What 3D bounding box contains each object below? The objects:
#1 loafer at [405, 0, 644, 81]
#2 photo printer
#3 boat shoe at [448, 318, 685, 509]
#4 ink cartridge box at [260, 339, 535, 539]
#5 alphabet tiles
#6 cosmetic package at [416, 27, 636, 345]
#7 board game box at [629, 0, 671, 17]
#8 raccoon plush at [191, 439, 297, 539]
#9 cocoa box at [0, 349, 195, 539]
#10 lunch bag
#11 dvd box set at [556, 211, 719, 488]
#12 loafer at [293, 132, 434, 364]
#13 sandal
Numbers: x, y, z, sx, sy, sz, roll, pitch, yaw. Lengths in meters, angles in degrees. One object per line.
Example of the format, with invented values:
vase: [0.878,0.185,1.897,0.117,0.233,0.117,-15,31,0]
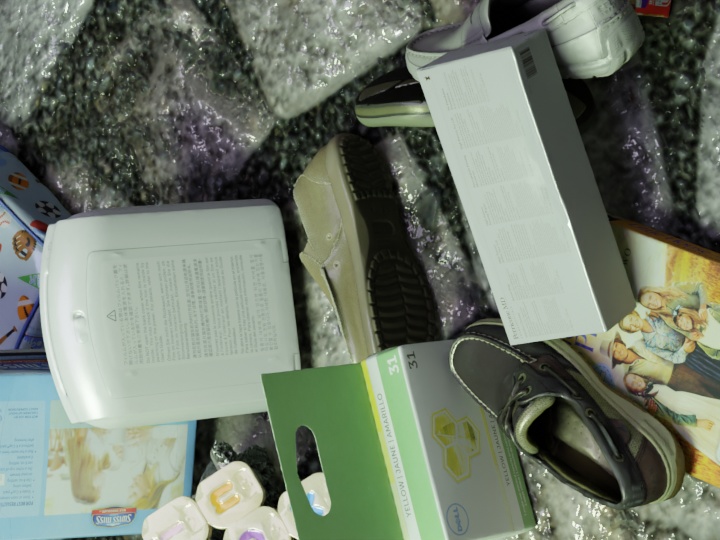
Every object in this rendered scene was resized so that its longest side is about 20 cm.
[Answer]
loafer: [0.104,-0.166,1.541,0.199,0.070,0.070,-5,123,44]
photo printer: [-0.148,0.033,1.716,0.069,0.199,0.168,-13,84,58]
boat shoe: [0.129,0.095,1.532,0.200,0.065,0.074,31,120,35]
ink cartridge box: [0.029,0.126,1.569,0.048,0.199,0.146,-21,78,39]
alphabet tiles: [-0.076,0.248,1.676,0.195,0.015,0.201,-33,79,5]
cosmetic package: [0.112,-0.054,1.508,0.082,0.051,0.201,-10,106,38]
board game box: [0.134,-0.267,1.566,0.199,0.046,0.152,18,104,38]
raccoon plush: [-0.044,0.204,1.736,0.199,0.097,0.135,6,81,11]
cocoa box: [-0.245,0.135,1.779,0.131,0.199,0.134,10,97,54]
lunch bag: [-0.319,-0.007,1.945,0.200,0.075,0.161,44,120,29]
dvd box set: [0.205,0.051,1.527,0.199,0.029,0.147,24,108,37]
loafer: [0.000,0.000,1.678,0.067,0.076,0.201,-26,67,40]
sandal: [0.085,-0.110,1.607,0.200,0.080,0.058,7,123,42]
